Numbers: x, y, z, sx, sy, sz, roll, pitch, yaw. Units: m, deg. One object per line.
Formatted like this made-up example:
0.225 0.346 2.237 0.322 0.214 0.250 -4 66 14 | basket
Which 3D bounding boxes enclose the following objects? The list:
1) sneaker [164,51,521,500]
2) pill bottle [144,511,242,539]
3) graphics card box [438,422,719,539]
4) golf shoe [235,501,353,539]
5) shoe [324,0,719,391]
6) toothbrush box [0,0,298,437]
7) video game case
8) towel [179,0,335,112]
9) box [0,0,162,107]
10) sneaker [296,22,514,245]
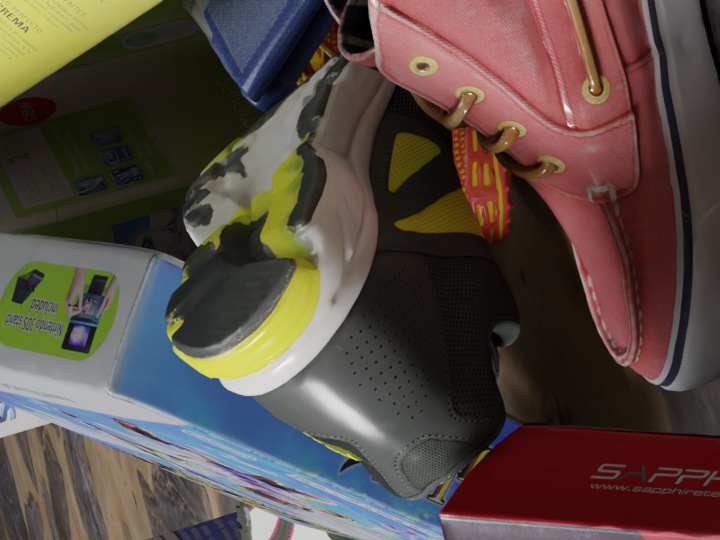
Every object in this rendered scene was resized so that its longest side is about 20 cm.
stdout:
0.000 0.000 0.717 0.085 0.074 0.200 46 -159 -13 | sneaker
-0.084 0.180 1.258 0.112 0.199 0.113 163 90 -77 | pill bottle
0.098 0.139 0.642 0.125 0.051 0.201 2 114 34 | graphics card box
-0.010 0.077 1.108 0.088 0.077 0.201 22 128 65 | golf shoe
0.040 -0.053 0.692 0.071 0.091 0.201 -134 31 -64 | shoe
-0.079 -0.030 0.983 0.146 0.199 0.086 -124 21 -55 | toothbrush box
-0.040 0.043 0.841 0.181 0.199 0.046 8 75 55 | video game case
-0.030 -0.160 0.860 0.147 0.024 0.200 -56 41 23 | towel
-0.117 -0.092 0.866 0.050 0.075 0.200 41 139 -21 | box
-0.004 -0.077 0.885 0.073 0.077 0.200 88 160 -48 | sneaker
